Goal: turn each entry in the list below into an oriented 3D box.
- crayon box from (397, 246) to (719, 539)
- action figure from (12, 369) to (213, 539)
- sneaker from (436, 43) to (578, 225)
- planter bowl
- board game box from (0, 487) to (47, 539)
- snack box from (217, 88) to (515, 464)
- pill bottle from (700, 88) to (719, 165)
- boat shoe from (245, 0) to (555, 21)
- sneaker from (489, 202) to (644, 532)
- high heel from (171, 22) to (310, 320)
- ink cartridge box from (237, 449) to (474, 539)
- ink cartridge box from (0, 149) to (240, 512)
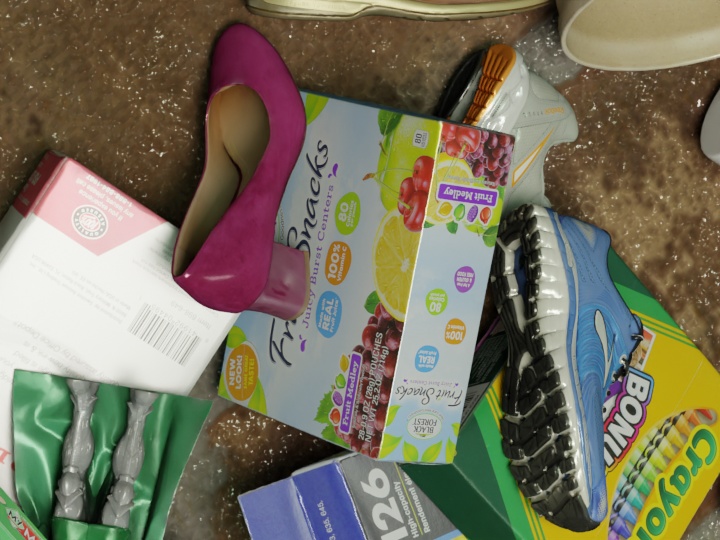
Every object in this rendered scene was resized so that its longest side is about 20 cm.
[{"bbox_3d":[0.142,0.107,1.501,0.173,0.058,0.200,47,58,-17],"label":"crayon box"},{"bbox_3d":[-0.158,0.165,1.357,0.117,0.055,0.202,8,87,2],"label":"action figure"},{"bbox_3d":[0.073,-0.037,1.494,0.092,0.076,0.201,30,92,-27],"label":"sneaker"},{"bbox_3d":[0.205,-0.225,1.456,0.199,0.200,0.136,-9,73,-15],"label":"planter bowl"},{"bbox_3d":[-0.249,0.194,1.252,0.199,0.029,0.135,-32,113,15],"label":"board game box"},{"bbox_3d":[0.000,0.000,1.421,0.067,0.168,0.202,8,97,-39],"label":"snack box"},{"bbox_3d":[0.325,-0.060,1.545,0.199,0.109,0.109,31,89,-19],"label":"pill bottle"},{"bbox_3d":[0.028,-0.189,1.455,0.198,0.072,0.068,-1,100,-14],"label":"boat shoe"},{"bbox_3d":[0.136,0.058,1.425,0.089,0.078,0.202,5,73,-26],"label":"sneaker"},{"bbox_3d":[-0.081,-0.069,1.395,0.096,0.067,0.201,18,50,-46],"label":"high heel"},{"bbox_3d":[0.037,0.201,1.459,0.199,0.047,0.199,-18,87,-46],"label":"ink cartridge box"},{"bbox_3d":[-0.179,0.050,1.422,0.145,0.085,0.201,34,86,-17],"label":"ink cartridge box"}]
